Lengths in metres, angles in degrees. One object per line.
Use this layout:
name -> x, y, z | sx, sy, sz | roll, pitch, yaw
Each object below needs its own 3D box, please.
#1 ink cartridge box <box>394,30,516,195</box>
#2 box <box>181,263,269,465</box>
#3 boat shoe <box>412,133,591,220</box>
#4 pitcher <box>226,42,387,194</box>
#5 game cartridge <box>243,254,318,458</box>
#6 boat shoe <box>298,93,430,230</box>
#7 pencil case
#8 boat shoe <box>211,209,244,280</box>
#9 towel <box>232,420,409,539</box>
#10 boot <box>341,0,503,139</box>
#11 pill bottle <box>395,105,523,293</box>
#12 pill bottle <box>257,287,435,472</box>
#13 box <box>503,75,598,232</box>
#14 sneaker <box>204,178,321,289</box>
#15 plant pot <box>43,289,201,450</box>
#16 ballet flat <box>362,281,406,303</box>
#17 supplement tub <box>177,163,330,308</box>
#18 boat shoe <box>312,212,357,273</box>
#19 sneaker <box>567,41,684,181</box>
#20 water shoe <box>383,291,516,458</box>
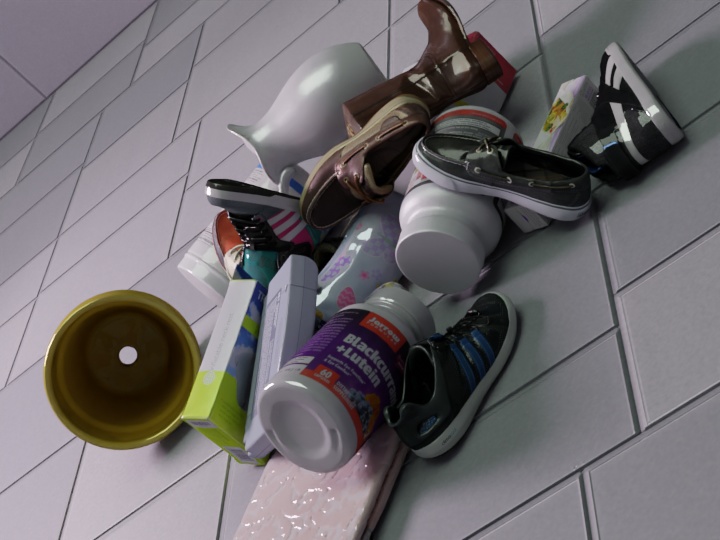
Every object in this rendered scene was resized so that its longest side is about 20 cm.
ink cartridge box -> 0.095, -0.187, 1.853 | 0.145, 0.083, 0.200 | -21, 35, 46
box -> -0.125, 0.106, 1.678 | 0.048, 0.122, 0.201 | -2, 58, 35
boat shoe -> 0.150, -0.112, 1.540 | 0.199, 0.057, 0.069 | 19, 48, 16
pitcher -> -0.046, -0.177, 1.854 | 0.200, 0.121, 0.172 | -36, 69, 7
game cartridge -> -0.084, 0.092, 1.579 | 0.133, 0.040, 0.201 | 126, 153, -66
boat shoe -> 0.007, -0.112, 1.681 | 0.200, 0.072, 0.072 | -42, 32, 16
pencil case -> 0.000, 0.000, 1.714 | 0.200, 0.091, 0.083 | -55, -3, -21
boat shoe -> -0.132, 0.001, 1.831 | 0.071, 0.063, 0.200 | -27, 68, -1
towel -> -0.046, 0.241, 1.486 | 0.200, 0.032, 0.191 | -18, 36, 42
boot -> 0.047, -0.238, 1.785 | 0.200, 0.064, 0.187 | -33, 46, -3
pill bottle -> 0.108, -0.079, 1.626 | 0.116, 0.116, 0.200 | -25, 31, 40
pill bottle -> -0.006, 0.103, 1.485 | 0.111, 0.112, 0.200 | -21, 17, 44
box -> 0.215, -0.131, 1.622 | 0.039, 0.041, 0.200 | -17, 38, 49
sneaker -> -0.121, -0.037, 1.736 | 0.083, 0.200, 0.121 | 17, 92, 38
plant pot -> -0.310, 0.121, 1.940 | 0.201, 0.201, 0.189 | -47, 8, -1
ballet flat -> -0.010, 0.100, 1.610 | 0.200, 0.072, 0.072 | -49, 24, -1
supplement tub -> -0.132, -0.042, 1.947 | 0.200, 0.132, 0.132 | -52, 25, -10
boat shoe -> -0.026, -0.010, 1.801 | 0.072, 0.066, 0.201 | -24, 32, 42
sneaker -> 0.260, -0.165, 1.559 | 0.112, 0.073, 0.200 | -38, 27, 15
water shoe -> 0.091, 0.087, 1.444 | 0.071, 0.079, 0.200 | -17, 38, 48
